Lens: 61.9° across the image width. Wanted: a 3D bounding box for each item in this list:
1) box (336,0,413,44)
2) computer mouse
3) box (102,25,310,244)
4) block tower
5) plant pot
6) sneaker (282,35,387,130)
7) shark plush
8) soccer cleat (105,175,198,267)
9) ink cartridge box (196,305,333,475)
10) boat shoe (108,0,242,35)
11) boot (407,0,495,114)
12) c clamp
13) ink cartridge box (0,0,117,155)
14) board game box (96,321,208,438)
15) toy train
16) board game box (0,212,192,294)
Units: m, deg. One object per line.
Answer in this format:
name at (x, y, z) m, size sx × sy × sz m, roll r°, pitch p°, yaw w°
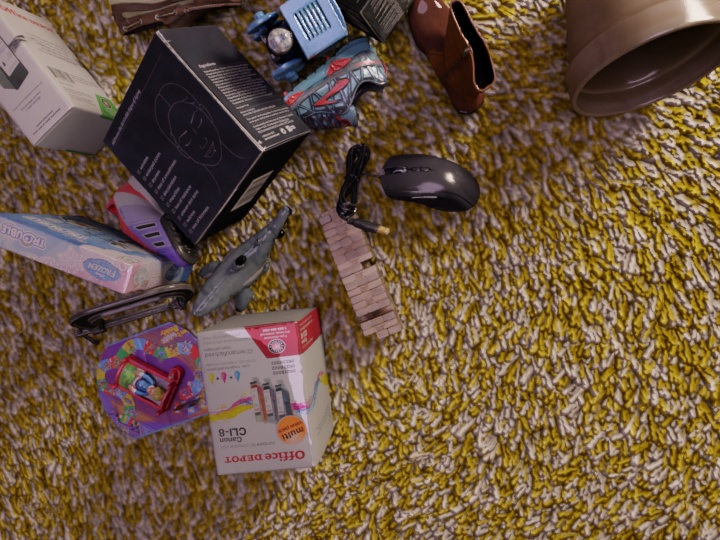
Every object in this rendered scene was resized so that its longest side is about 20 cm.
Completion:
box at (0.017, -0.438, 0.794) m, size 0.164 × 0.086 × 0.200 m, roll 39°, pitch 98°, yaw 24°
computer mouse at (0.064, -0.109, 0.827) m, size 0.199 × 0.046 × 0.141 m, roll 16°, pitch 64°, yaw 5°
box at (-0.211, -0.182, 0.815) m, size 0.197 × 0.124 × 0.200 m, roll 47°, pitch 126°, yaw 0°
block tower at (0.000, 0.000, 0.872) m, size 0.054 × 0.058 × 0.201 m, roll -22°, pitch 90°, yaw 8°
plant pot at (0.338, -0.319, 0.751) m, size 0.199 × 0.200 × 0.175 m, roll -16°, pitch 76°, yaw 8°
sneaker at (-0.046, -0.234, 0.848) m, size 0.200 × 0.079 × 0.096 m, roll -39°, pitch 91°, yaw 9°
shark plush at (-0.163, -0.007, 0.877) m, size 0.200 × 0.083 × 0.091 m, roll -35°, pitch 89°, yaw 9°
soccer cleat at (-0.301, -0.059, 0.865) m, size 0.073 × 0.068 × 0.200 m, roll -41°, pitch 59°, yaw -4°
ink cartridge box at (-0.129, 0.166, 0.857) m, size 0.144 × 0.145 × 0.201 m, roll -7°, pitch 95°, yaw 7°
boat shoe at (-0.264, -0.374, 0.874) m, size 0.201 × 0.075 × 0.075 m, roll 2°, pitch 109°, yaw 13°
boot at (0.108, -0.295, 0.761) m, size 0.068 × 0.200 × 0.189 m, roll -18°, pitch 92°, yaw 9°
c clamp at (-0.336, 0.060, 0.886) m, size 0.199 × 0.171 × 0.027 m, roll -18°, pitch 76°, yaw -3°
ink cartridge box at (-0.457, -0.274, 0.863) m, size 0.084 × 0.146 × 0.200 m, roll -39°, pitch 88°, yaw 10°
board game box at (-0.329, 0.176, 0.935) m, size 0.199 × 0.039 × 0.159 m, roll -20°, pitch 92°, yaw 8°
toy train at (-0.078, -0.306, 0.787) m, size 0.114 × 0.200 × 0.087 m, roll -28°, pitch 106°, yaw 5°
board game box at (-0.366, -0.028, 0.844) m, size 0.199 × 0.199 × 0.044 m, roll 20°, pitch 97°, yaw 5°
